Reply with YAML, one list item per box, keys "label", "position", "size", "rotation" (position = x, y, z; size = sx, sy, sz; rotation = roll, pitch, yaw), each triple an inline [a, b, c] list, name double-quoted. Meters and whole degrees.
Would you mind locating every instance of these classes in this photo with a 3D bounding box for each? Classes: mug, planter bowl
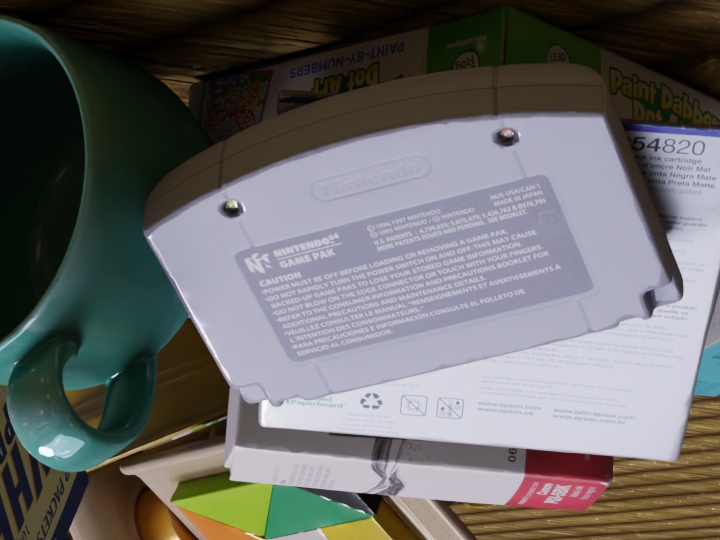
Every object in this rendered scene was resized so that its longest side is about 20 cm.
- label: "mug"
  position: [-0.139, -0.008, 1.075]
  size: [0.152, 0.186, 0.114]
  rotation: [6, 173, 37]
- label: "planter bowl"
  position: [-0.128, 0.064, 1.510]
  size: [0.200, 0.084, 0.200]
  rotation: [-22, 178, -1]

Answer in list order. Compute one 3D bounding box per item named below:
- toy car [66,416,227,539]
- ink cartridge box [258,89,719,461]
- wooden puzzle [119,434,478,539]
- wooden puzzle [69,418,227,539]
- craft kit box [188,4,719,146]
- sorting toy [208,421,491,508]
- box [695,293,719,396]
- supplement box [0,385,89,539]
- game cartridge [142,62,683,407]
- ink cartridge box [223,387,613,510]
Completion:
- label: "toy car"
  position: [-0.160, 0.144, 1.666]
  size: [0.157, 0.201, 0.164]
  rotation: [-6, 163, 37]
- label: "ink cartridge box"
  position: [0.057, -0.004, 1.067]
  size: [0.199, 0.041, 0.200]
  rotation: [5, 133, -1]
- label: "wooden puzzle"
  position: [-0.020, 0.160, 1.438]
  size: [0.185, 0.037, 0.200]
  rotation: [-16, 130, 39]
- label: "wooden puzzle"
  position: [-0.082, 0.191, 1.541]
  size: [0.046, 0.186, 0.200]
  rotation: [-25, 177, 33]
- label: "craft kit box"
  position: [0.058, -0.056, 1.119]
  size: [0.200, 0.049, 0.197]
  rotation: [18, 158, -42]
- label: "sorting toy"
  position: [0.014, 0.097, 1.569]
  size: [0.199, 0.107, 0.180]
  rotation: [-22, -169, 1]
- label: "box"
  position: [0.193, 0.006, 1.240]
  size: [0.049, 0.083, 0.200]
  rotation: [6, 167, -12]
- label: "supplement box"
  position: [-0.275, 0.095, 1.270]
  size: [0.199, 0.135, 0.200]
  rotation: [6, 143, 17]
- label: "game cartridge"
  position: [0.020, -0.016, 1.008]
  size: [0.199, 0.041, 0.133]
  rotation: [-14, 134, 15]
- label: "ink cartridge box"
  position: [0.033, 0.043, 1.303]
  size: [0.199, 0.147, 0.083]
  rotation: [5, 165, -4]
